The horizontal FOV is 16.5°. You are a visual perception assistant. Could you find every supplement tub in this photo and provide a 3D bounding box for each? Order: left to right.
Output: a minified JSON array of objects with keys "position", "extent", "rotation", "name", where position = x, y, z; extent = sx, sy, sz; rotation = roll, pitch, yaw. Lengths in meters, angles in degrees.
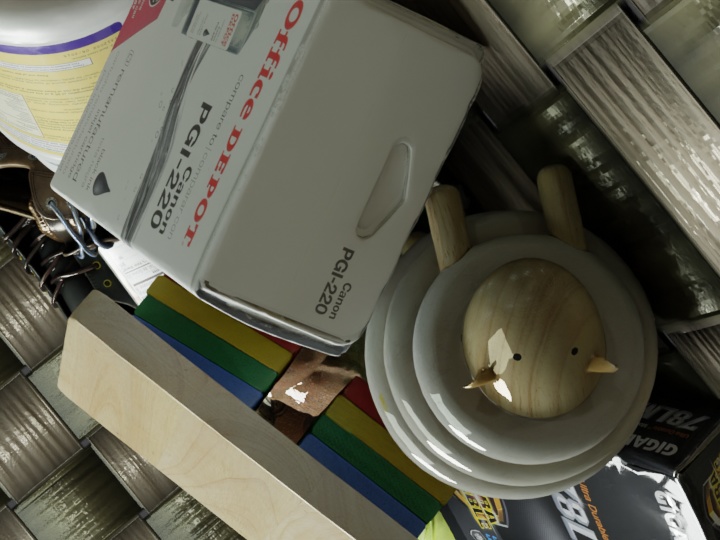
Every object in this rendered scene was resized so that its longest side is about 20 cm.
[{"position":[-0.145,-0.141,1.295],"extent":[0.145,0.145,0.200],"rotation":[46,169,23],"name":"supplement tub"}]

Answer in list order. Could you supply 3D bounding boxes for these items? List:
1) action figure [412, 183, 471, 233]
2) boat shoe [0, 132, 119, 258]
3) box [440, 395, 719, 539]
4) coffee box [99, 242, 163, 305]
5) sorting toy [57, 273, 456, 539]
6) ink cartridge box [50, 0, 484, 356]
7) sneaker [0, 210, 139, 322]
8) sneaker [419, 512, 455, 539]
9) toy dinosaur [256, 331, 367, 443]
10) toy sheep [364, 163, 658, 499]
[{"position":[0.031,-0.017,1.236],"extent":[0.200,0.055,0.118],"rotation":[50,168,6],"name":"action figure"},{"position":[-0.153,-0.043,1.421],"extent":[0.200,0.072,0.072],"rotation":[14,146,38],"name":"boat shoe"},{"position":[0.125,0.137,1.204],"extent":[0.198,0.050,0.200],"rotation":[14,139,49],"name":"box"},{"position":[-0.147,-0.089,1.551],"extent":[0.200,0.080,0.113],"rotation":[55,-156,-24],"name":"coffee box"},{"position":[-0.046,0.076,1.204],"extent":[0.199,0.070,0.200],"rotation":[38,166,1],"name":"sorting toy"},{"position":[-0.046,-0.063,1.096],"extent":[0.085,0.146,0.200],"rotation":[23,-176,-30],"name":"ink cartridge box"},{"position":[-0.198,-0.027,1.580],"extent":[0.200,0.075,0.106],"rotation":[31,-147,-28],"name":"sneaker"},{"position":[0.037,0.140,1.387],"extent":[0.200,0.076,0.075],"rotation":[-136,52,-76],"name":"sneaker"},{"position":[-0.028,0.050,1.320],"extent":[0.200,0.136,0.086],"rotation":[55,-153,-30],"name":"toy dinosaur"},{"position":[0.064,0.034,1.077],"extent":[0.138,0.138,0.200],"rotation":[49,172,7],"name":"toy sheep"}]
